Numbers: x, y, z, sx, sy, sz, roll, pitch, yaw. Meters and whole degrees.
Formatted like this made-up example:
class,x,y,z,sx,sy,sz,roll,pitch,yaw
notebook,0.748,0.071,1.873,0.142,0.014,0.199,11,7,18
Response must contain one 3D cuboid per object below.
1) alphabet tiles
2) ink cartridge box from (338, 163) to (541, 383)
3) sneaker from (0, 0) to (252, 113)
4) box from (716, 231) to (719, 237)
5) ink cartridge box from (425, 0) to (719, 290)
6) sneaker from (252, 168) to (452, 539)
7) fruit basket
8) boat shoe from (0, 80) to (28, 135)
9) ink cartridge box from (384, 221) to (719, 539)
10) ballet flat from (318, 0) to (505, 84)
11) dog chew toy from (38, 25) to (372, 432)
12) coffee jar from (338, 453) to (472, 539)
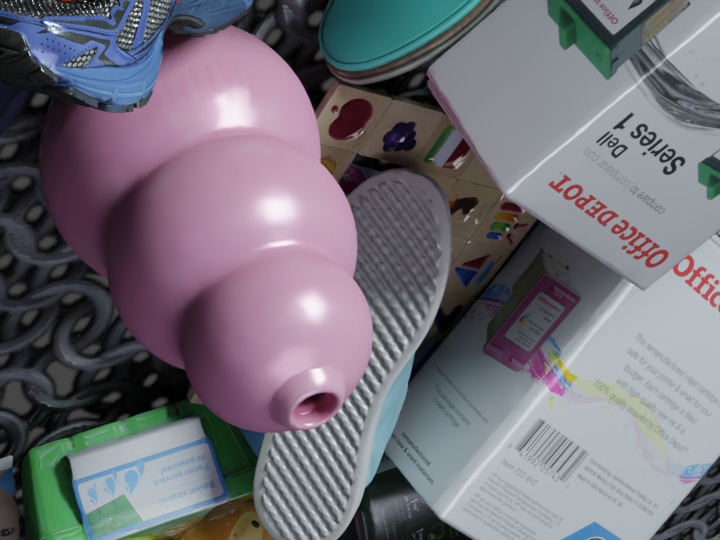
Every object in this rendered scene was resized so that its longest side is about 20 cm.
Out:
class,x,y,z,sx,sy,sz,roll,pitch,yaw
alphabet tiles,0.000,0.000,0.951,0.166,0.008,0.200,11,125,-41
ink cartridge box,0.012,0.009,1.004,0.199,0.042,0.120,11,126,-44
sneaker,-0.094,-0.119,0.708,0.075,0.200,0.079,13,118,10
box,0.224,-0.069,1.061,0.136,0.038,0.201,0,133,-34
ink cartridge box,0.151,-0.097,0.831,0.200,0.085,0.146,-41,144,17
sneaker,-0.005,0.036,0.941,0.073,0.082,0.201,22,109,1
fruit basket,-0.094,0.171,0.977,0.184,0.201,0.094,-16,162,-18
boat shoe,-0.155,-0.125,0.724,0.092,0.075,0.201,-12,141,-52
ink cartridge box,0.127,0.060,1.010,0.200,0.085,0.144,-50,129,6
ballet flat,0.065,-0.153,0.837,0.200,0.068,0.064,-46,152,20
dog chew toy,-0.058,-0.015,0.793,0.124,0.201,0.125,-18,141,-16
coffee jar,0.077,0.109,1.119,0.199,0.085,0.105,-18,126,-16
